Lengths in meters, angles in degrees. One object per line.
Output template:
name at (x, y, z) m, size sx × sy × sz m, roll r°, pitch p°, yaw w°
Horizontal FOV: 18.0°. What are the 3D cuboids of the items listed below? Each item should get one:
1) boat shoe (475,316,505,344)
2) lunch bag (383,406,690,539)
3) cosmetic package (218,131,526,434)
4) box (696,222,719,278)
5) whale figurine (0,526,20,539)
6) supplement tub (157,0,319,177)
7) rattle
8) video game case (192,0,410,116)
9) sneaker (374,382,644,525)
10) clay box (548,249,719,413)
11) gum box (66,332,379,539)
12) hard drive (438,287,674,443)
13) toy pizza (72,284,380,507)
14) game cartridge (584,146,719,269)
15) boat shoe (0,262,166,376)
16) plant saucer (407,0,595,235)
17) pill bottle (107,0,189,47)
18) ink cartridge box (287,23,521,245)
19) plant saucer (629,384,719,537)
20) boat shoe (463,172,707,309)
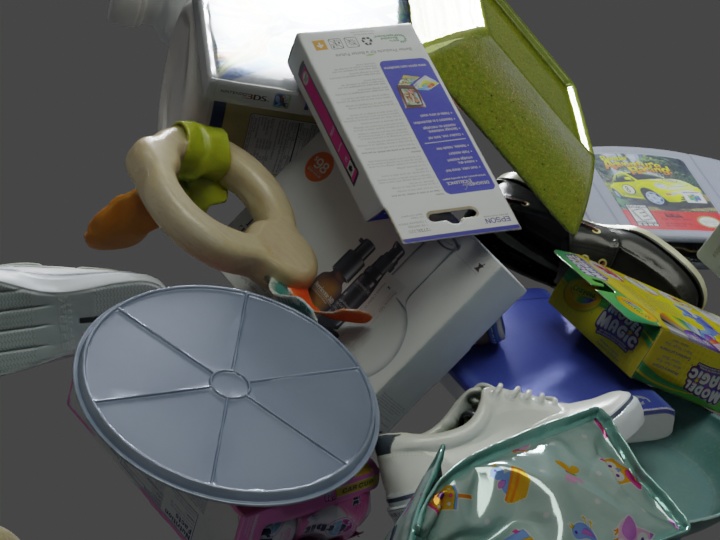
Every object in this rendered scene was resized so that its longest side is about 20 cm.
boat shoe at (0.043, -0.002, 1.672) m, size 0.072 × 0.073 × 0.200 m, roll -23°, pitch 38°, yaw -9°
lunch bag at (0.069, 0.186, 1.364) m, size 0.199 × 0.171 × 0.122 m, roll -14°, pitch 58°, yaw -39°
cosmetic package at (0.000, 0.000, 1.617) m, size 0.200 × 0.151 × 0.052 m, roll 46°, pitch 1°, yaw 36°
box at (0.419, -0.036, 1.792) m, size 0.199 × 0.200 × 0.171 m, roll 45°, pitch 40°, yaw 15°
whale figurine at (-0.297, 0.133, 1.360) m, size 0.200 × 0.104 × 0.159 m, roll 44°, pitch 34°, yaw -7°
supplement tub at (-0.049, -0.129, 1.777) m, size 0.199 × 0.145 × 0.145 m, roll 8°, pitch 35°, yaw -15°
rattle at (-0.101, 0.005, 1.598) m, size 0.200 × 0.143 × 0.130 m, roll 48°, pitch 15°, yaw 8°
video game case at (-0.034, -0.175, 1.700) m, size 0.181 × 0.022 × 0.201 m, roll 8°, pitch 36°, yaw -15°
sneaker at (0.099, 0.105, 1.481) m, size 0.199 × 0.073 × 0.071 m, roll -19°, pitch 92°, yaw -30°
clay box at (0.224, 0.052, 1.661) m, size 0.199 × 0.048 × 0.115 m, roll 21°, pitch 16°, yaw -37°
gum box at (-0.089, 0.111, 1.490) m, size 0.113 × 0.066 × 0.200 m, roll -16°, pitch 47°, yaw -38°
hard drive at (0.120, 0.069, 1.635) m, size 0.131 × 0.026 × 0.200 m, roll -5°, pitch 26°, yaw -23°
toy pizza at (-0.086, 0.083, 1.445) m, size 0.199 × 0.032 × 0.201 m, roll 12°, pitch 37°, yaw -9°
game cartridge at (0.243, -0.053, 1.907) m, size 0.199 × 0.041 × 0.133 m, roll 1°, pitch 34°, yaw -24°
boat shoe at (-0.229, 0.032, 1.550) m, size 0.199 × 0.074 × 0.067 m, roll 1°, pitch 9°, yaw -21°
plant saucer at (0.115, -0.150, 1.761) m, size 0.200 × 0.048 × 0.200 m, roll 47°, pitch 18°, yaw -23°
pill bottle at (-0.107, -0.235, 1.923) m, size 0.199 × 0.117 × 0.117 m, roll 11°, pitch 35°, yaw -9°
ink cartridge box at (0.028, -0.090, 1.582) m, size 0.094 × 0.037 × 0.201 m, roll -8°, pitch 51°, yaw -26°
plant saucer at (0.176, 0.136, 1.583) m, size 0.199 × 0.036 × 0.200 m, roll 6°, pitch 26°, yaw -3°
boat shoe at (0.173, -0.008, 1.779) m, size 0.201 × 0.074 × 0.063 m, roll 28°, pitch 40°, yaw 19°
